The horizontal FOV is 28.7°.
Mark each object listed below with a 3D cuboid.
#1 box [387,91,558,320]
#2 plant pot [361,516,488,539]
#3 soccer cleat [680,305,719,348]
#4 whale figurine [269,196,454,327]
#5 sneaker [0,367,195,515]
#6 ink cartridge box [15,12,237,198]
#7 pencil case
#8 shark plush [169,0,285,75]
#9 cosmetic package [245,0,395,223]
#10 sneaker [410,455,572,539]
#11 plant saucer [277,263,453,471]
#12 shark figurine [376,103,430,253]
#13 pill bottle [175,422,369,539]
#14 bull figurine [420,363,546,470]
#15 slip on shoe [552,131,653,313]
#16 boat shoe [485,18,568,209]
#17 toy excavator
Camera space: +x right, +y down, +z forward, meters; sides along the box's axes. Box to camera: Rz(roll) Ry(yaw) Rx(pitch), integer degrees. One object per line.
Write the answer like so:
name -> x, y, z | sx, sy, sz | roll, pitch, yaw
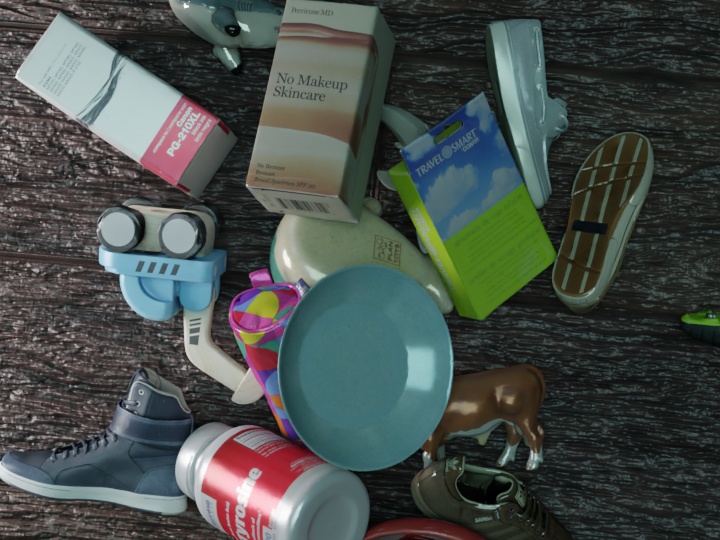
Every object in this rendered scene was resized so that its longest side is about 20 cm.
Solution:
box -> 0.112, -0.065, 1.426 | 0.122, 0.048, 0.201 | -37, 112, -23
plant pot -> 0.060, 0.362, 1.390 | 0.199, 0.201, 0.183 | 12, 48, 4
soccer cleat -> 0.426, 0.090, 1.456 | 0.199, 0.068, 0.081 | 12, 102, 3
whale figurine -> 0.000, 0.000, 1.473 | 0.199, 0.104, 0.160 | 14, 57, -17
sneaker -> -0.273, 0.169, 1.479 | 0.201, 0.077, 0.147 | 8, 100, -6
ink cartridge box -> -0.238, -0.168, 1.458 | 0.200, 0.145, 0.085 | 34, 89, 3
pencil case -> -0.068, 0.099, 1.432 | 0.088, 0.089, 0.201 | -17, 125, 3
shark plush -> -0.161, -0.293, 1.517 | 0.200, 0.091, 0.083 | 34, 70, 24
cosmetic package -> -0.038, -0.158, 1.399 | 0.103, 0.087, 0.201 | 6, 76, 15
sneaker -> 0.149, 0.247, 1.424 | 0.199, 0.076, 0.071 | 26, 47, -23
plant saucer -> -0.001, 0.095, 1.384 | 0.200, 0.039, 0.202 | 1, 88, -31
shark figurine -> 0.047, -0.139, 1.466 | 0.128, 0.090, 0.215 | -39, 75, -12
pill bottle -> -0.094, 0.223, 1.417 | 0.200, 0.112, 0.113 | 18, 90, 44
bull figurine -> 0.099, 0.156, 1.472 | 0.199, 0.065, 0.122 | -9, 93, 6
slip on shoe -> 0.256, -0.048, 1.472 | 0.076, 0.061, 0.201 | 11, 70, 26
boat shoe -> 0.183, -0.166, 1.470 | 0.071, 0.070, 0.202 | -11, 90, -2
toy excavator -> -0.182, 0.031, 1.486 | 0.193, 0.100, 0.201 | 6, 102, 5
